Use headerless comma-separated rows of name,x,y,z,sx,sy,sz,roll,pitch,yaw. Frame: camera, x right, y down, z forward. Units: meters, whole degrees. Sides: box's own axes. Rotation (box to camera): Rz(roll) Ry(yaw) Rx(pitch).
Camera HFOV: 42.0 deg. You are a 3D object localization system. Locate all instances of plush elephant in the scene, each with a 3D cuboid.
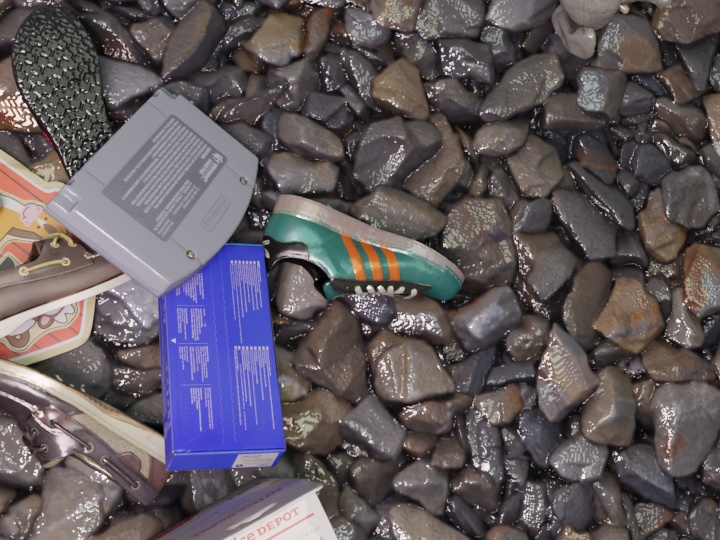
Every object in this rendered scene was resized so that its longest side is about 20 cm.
plush elephant,0.273,-0.331,1.026,0.199,0.165,0.155,-5,64,7

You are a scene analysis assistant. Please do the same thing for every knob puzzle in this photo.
knob puzzle,-0.314,-0.002,0.800,0.219,0.030,0.220,5,76,-20

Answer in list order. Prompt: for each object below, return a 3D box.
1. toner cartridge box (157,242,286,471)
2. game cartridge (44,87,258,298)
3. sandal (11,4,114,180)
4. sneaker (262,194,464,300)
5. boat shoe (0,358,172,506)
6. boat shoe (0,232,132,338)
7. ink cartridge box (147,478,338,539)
toner cartridge box,-0.124,0.070,0.814,0.095,0.043,0.200,3,58,-20
game cartridge,-0.168,-0.069,0.819,0.133,0.040,0.200,37,40,-9
sandal,-0.258,-0.137,0.849,0.075,0.045,0.200,-22,101,-18
sneaker,0.000,0.000,0.899,0.200,0.071,0.080,21,76,-10
boat shoe,-0.243,0.132,0.773,0.200,0.072,0.065,31,68,-21
boat shoe,-0.259,0.004,0.770,0.200,0.072,0.060,-26,102,-28
ink cartridge box,-0.092,0.219,0.741,0.116,0.200,0.068,-26,88,-23
